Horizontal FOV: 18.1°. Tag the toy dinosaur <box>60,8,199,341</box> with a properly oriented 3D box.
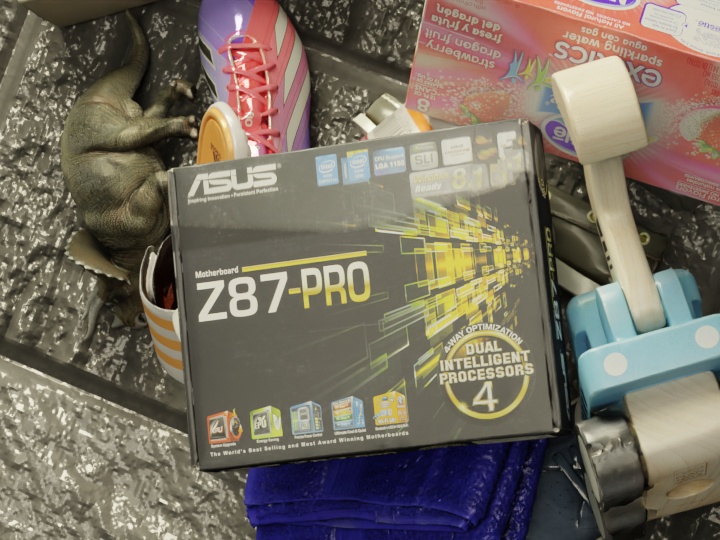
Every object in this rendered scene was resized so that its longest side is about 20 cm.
[{"bbox_3d":[-0.145,-0.066,1.394,0.101,0.077,0.202,-12,85,2],"label":"toy dinosaur"}]

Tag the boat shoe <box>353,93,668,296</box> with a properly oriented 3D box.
[{"bbox_3d":[0.088,-0.048,1.339,0.201,0.072,0.061,35,93,8],"label":"boat shoe"}]

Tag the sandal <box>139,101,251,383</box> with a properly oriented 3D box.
[{"bbox_3d":[-0.103,-0.003,1.336,0.059,0.079,0.208,-9,121,-21],"label":"sandal"}]

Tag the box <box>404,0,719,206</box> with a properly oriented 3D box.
[{"bbox_3d":[0.134,-0.119,1.190,0.198,0.095,0.103,17,45,5],"label":"box"}]

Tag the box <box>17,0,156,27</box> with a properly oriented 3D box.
[{"bbox_3d":[-0.115,-0.213,1.401,0.198,0.082,0.069,-13,82,10],"label":"box"}]

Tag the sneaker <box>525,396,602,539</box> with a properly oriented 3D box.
[{"bbox_3d":[0.160,0.086,1.261,0.199,0.085,0.075,-37,85,-20],"label":"sneaker"}]

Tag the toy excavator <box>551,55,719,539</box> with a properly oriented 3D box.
[{"bbox_3d":[0.140,0.017,1.155,0.099,0.195,0.201,-17,66,0],"label":"toy excavator"}]

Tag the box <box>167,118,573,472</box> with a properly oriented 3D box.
[{"bbox_3d":[0.004,0.015,1.176,0.198,0.049,0.163,-6,82,14],"label":"box"}]

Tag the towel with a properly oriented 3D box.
[{"bbox_3d":[0.020,0.092,1.290,0.199,0.049,0.149,-4,65,44],"label":"towel"}]

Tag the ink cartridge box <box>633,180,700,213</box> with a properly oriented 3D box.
[{"bbox_3d":[0.188,-0.156,1.319,0.145,0.087,0.201,36,95,14],"label":"ink cartridge box"}]

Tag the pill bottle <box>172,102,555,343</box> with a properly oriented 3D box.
[{"bbox_3d":[0.000,0.000,1.261,0.200,0.114,0.115,-39,77,9],"label":"pill bottle"}]

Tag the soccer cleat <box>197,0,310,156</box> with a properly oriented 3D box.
[{"bbox_3d":[-0.063,-0.087,1.375,0.066,0.076,0.202,-10,83,10],"label":"soccer cleat"}]
